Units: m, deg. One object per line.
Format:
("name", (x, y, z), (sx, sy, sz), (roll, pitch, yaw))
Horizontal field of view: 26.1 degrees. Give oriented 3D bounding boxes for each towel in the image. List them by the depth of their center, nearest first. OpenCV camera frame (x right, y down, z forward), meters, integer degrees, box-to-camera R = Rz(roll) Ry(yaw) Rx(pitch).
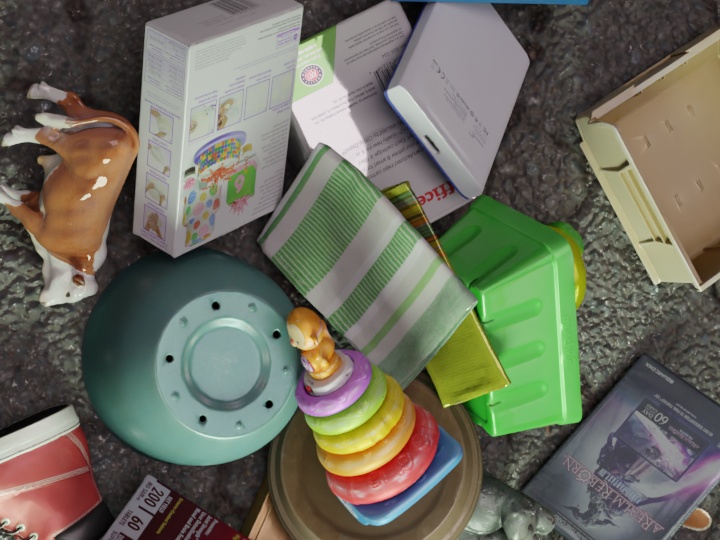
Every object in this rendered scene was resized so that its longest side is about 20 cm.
("towel", (0.057, 0.023, 1.368), (0.018, 0.086, 0.201), (-30, 94, -41))
("towel", (0.000, 0.000, 1.379), (0.200, 0.153, 0.023), (49, 43, 14))

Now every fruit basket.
("fruit basket", (0.160, 0.027, 1.451), (0.214, 0.155, 0.218), (-17, 121, -31))

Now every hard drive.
("hard drive", (0.093, -0.180, 1.440), (0.132, 0.025, 0.201), (50, 41, -25))

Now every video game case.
("video game case", (0.271, 0.192, 1.520), (0.200, 0.142, 0.019), (-45, 147, -14))

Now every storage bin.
("storage bin", (0.348, -0.117, 1.556), (0.199, 0.094, 0.200), (-33, 100, -15))

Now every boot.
("boot", (-0.318, 0.219, 1.349), (0.198, 0.072, 0.146), (-21, 98, -21))

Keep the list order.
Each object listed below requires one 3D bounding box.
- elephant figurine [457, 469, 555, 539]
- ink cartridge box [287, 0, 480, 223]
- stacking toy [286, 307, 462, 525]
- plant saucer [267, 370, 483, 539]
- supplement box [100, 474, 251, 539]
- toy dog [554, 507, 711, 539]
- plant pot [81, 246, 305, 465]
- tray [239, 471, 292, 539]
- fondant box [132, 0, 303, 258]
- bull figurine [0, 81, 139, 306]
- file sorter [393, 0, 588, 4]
("elephant figurine", (0.084, 0.284, 1.449), (0.154, 0.141, 0.201), (30, 87, 29))
("ink cartridge box", (0.005, -0.130, 1.448), (0.145, 0.084, 0.202), (-27, 98, -16))
("stacking toy", (-0.011, 0.108, 1.303), (0.109, 0.116, 0.201), (-38, 124, -9))
("plant saucer", (0.012, 0.175, 1.404), (0.198, 0.030, 0.202), (-1, 70, 3))
("supplement box", (-0.136, 0.281, 1.359), (0.199, 0.061, 0.109), (32, 44, 2))
("toy dog", (0.299, 0.293, 1.536), (0.132, 0.096, 0.200), (-46, 103, -13))
("plant pot", (-0.135, 0.079, 1.361), (0.198, 0.161, 0.203), (0, 90, -18))
("tray", (-0.057, 0.245, 1.451), (0.098, 0.037, 0.202), (27, 82, -16))
("fondant box", (-0.124, -0.129, 1.339), (0.144, 0.058, 0.202), (-29, 136, -46))
("bull figurine", (-0.258, -0.064, 1.340), (0.120, 0.065, 0.201), (26, 120, -5))
("file sorter", (0.118, -0.340, 1.437), (0.198, 0.123, 0.140), (-2, 50, -18))
